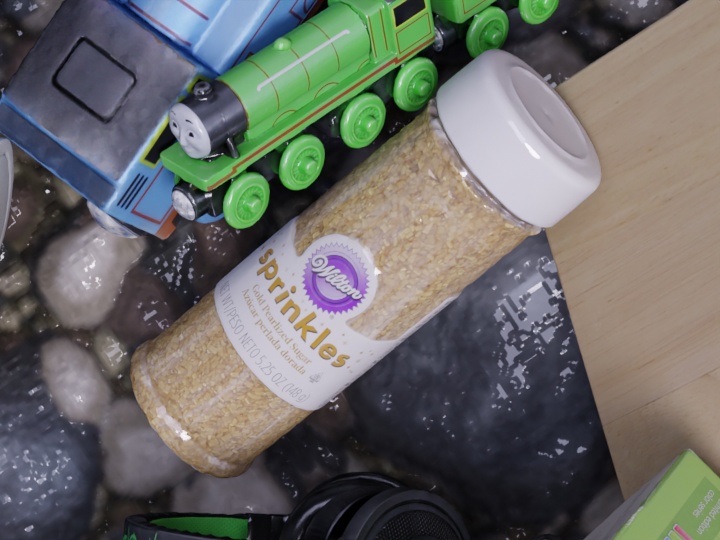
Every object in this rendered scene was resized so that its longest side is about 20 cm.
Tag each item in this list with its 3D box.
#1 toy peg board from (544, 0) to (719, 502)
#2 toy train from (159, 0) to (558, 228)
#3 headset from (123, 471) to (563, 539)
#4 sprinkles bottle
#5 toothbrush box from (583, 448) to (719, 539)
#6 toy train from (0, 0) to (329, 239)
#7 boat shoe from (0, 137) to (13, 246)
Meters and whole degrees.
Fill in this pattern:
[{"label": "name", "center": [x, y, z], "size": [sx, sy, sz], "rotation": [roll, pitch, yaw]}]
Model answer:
[{"label": "toy peg board", "center": [0.182, -0.008, 0.980], "size": [0.200, 0.098, 0.200], "rotation": [-31, 66, 41]}, {"label": "toy train", "center": [0.003, -0.085, 1.008], "size": [0.200, 0.056, 0.042], "rotation": [-36, 45, -27]}, {"label": "headset", "center": [0.006, 0.128, 1.016], "size": [0.199, 0.123, 0.094], "rotation": [3, 89, -11]}, {"label": "sprinkles bottle", "center": [0.000, 0.000, 1.019], "size": [0.200, 0.068, 0.068], "rotation": [-40, 82, 22]}, {"label": "toothbrush box", "center": [0.134, 0.184, 0.901], "size": [0.200, 0.146, 0.086], "rotation": [44, 126, 3]}, {"label": "toy train", "center": [-0.053, -0.102, 1.027], "size": [0.087, 0.114, 0.200], "rotation": [37, 94, 20]}, {"label": "boat shoe", "center": [-0.192, 0.027, 1.050], "size": [0.060, 0.074, 0.200], "rotation": [25, 120, 5]}]
